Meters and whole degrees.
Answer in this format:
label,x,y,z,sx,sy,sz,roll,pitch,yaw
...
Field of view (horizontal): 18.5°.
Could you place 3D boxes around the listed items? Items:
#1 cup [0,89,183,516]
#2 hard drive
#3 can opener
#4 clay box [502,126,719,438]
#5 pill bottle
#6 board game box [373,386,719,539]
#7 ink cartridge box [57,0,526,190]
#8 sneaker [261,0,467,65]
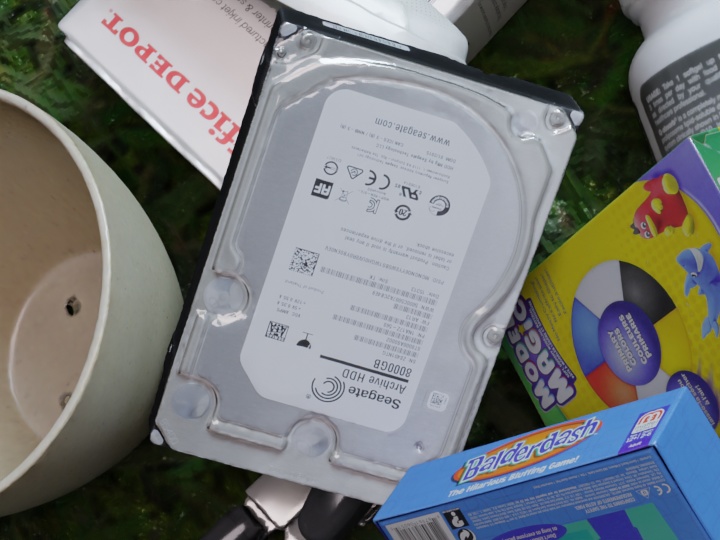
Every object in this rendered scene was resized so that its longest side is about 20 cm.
label,x,y,z,sx,sy,sz,roll,pitch,yaw
cup,-0.161,0.027,1.035,0.200,0.143,0.200,-7,76,27
hard drive,0.000,0.000,0.968,0.140,0.038,0.200,17,107,-10
can opener,-0.055,0.136,1.047,0.200,0.067,0.053,-43,76,-5
clay box,0.131,0.032,0.977,0.048,0.200,0.115,-17,73,-36
pill bottle,0.191,-0.065,1.012,0.116,0.116,0.200,-20,78,7
board game box,0.120,0.156,0.945,0.152,0.045,0.200,-20,110,38
ink cartridge box,-0.023,-0.134,1.077,0.145,0.084,0.200,43,89,14
sneaker,-0.015,-0.171,1.001,0.200,0.074,0.116,33,91,13
